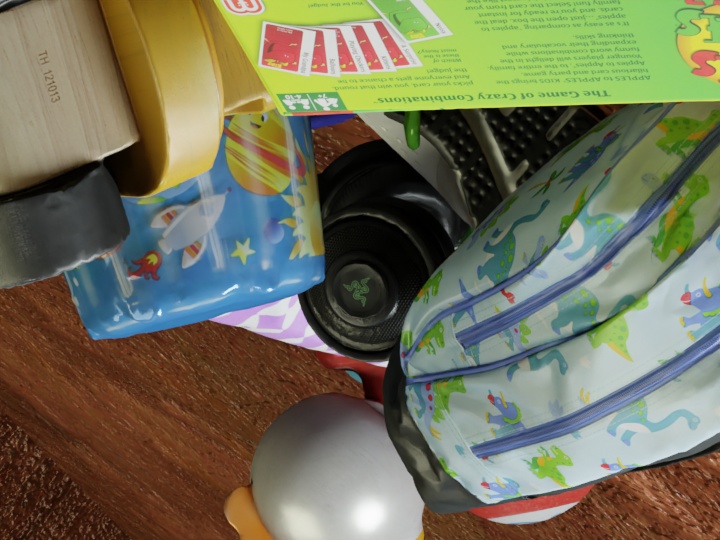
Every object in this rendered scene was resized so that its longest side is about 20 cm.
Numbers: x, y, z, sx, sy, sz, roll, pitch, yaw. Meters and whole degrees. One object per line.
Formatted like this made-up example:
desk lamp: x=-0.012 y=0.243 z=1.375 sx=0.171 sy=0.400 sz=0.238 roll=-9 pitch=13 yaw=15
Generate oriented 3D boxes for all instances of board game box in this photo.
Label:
board game box: x=0.055 y=-0.097 z=0.850 sx=0.199 sy=0.048 sz=0.102 roll=0 pitch=150 yaw=21

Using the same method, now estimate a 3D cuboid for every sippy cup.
sippy cup: x=-0.073 y=-0.046 z=1.072 sx=0.177 sy=0.139 sz=0.131 roll=-16 pitch=88 yaw=34

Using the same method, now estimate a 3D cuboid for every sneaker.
sneaker: x=0.048 y=-0.064 z=1.171 sx=0.200 sy=0.074 sz=0.080 roll=48 pitch=180 yaw=-12

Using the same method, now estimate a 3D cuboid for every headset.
headset: x=0.000 y=0.000 z=1.192 sx=0.199 sy=0.094 sz=0.124 roll=28 pitch=-159 yaw=-11

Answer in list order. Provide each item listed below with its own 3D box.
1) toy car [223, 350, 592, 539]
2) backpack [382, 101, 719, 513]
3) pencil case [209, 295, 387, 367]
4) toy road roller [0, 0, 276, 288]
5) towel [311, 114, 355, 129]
toy car: x=0.019 y=0.107 z=1.488 sx=0.177 sy=0.200 sz=0.184 roll=41 pitch=167 yaw=-4
backpack: x=0.107 y=0.007 z=1.035 sx=0.200 sy=0.163 sz=0.154 roll=4 pitch=128 yaw=58
pencil case: x=-0.015 y=-0.005 z=1.315 sx=0.200 sy=0.085 sz=0.084 roll=13 pitch=-127 yaw=-47
toy road roller: x=-0.109 y=-0.076 z=0.962 sx=0.200 sy=0.146 sz=0.123 roll=8 pitch=118 yaw=58
towel: x=-0.092 y=-0.080 z=1.260 sx=0.148 sy=0.199 sz=0.050 roll=161 pitch=98 yaw=-77
